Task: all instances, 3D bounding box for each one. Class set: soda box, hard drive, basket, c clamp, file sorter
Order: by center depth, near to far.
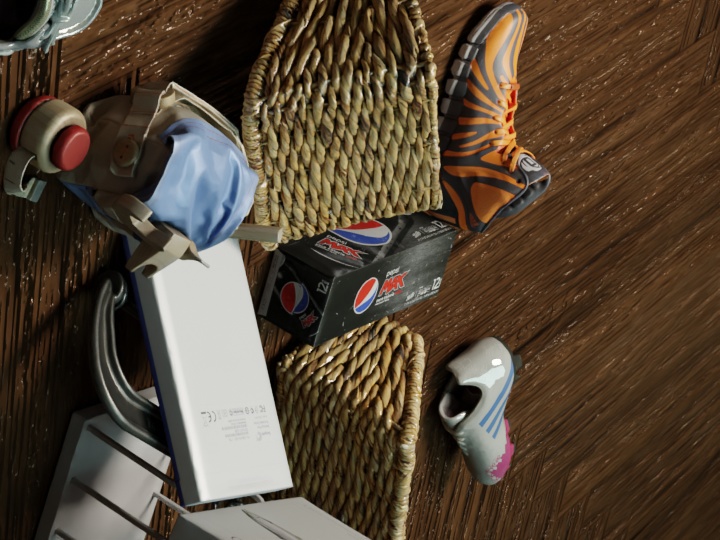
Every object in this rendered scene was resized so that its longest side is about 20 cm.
[{"bbox_3d":[-0.112,0.069,1.630,0.132,0.025,0.201,1,75,-62],"label":"hard drive"},{"bbox_3d":[-0.149,0.061,1.632,0.200,0.027,0.172,34,45,-58],"label":"c clamp"},{"bbox_3d":[-0.025,-0.133,1.645,0.148,0.143,0.200,-13,151,-3],"label":"basket"},{"bbox_3d":[-0.162,0.210,1.717,0.139,0.124,0.201,-16,130,-57],"label":"file sorter"},{"bbox_3d":[0.000,0.000,1.873,0.200,0.063,0.071,-22,134,-55],"label":"soda box"},{"bbox_3d":[0.019,0.146,1.944,0.143,0.148,0.201,-39,146,-39],"label":"basket"}]

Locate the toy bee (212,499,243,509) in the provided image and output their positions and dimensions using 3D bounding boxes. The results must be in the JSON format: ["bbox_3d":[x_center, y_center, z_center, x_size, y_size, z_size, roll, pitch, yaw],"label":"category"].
[{"bbox_3d":[-0.124,0.300,1.903,0.131,0.108,0.201,-19,133,-52],"label":"toy bee"}]

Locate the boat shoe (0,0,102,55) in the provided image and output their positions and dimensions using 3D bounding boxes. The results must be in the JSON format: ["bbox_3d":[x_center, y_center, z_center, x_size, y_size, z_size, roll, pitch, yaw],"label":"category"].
[{"bbox_3d":[-0.213,-0.160,1.300,0.202,0.065,0.075,1,115,-62],"label":"boat shoe"}]

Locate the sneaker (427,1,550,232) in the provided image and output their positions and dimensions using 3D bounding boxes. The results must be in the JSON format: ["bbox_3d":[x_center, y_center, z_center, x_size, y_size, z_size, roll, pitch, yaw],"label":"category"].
[{"bbox_3d":[0.126,-0.126,1.921,0.077,0.112,0.201,-10,125,-59],"label":"sneaker"}]

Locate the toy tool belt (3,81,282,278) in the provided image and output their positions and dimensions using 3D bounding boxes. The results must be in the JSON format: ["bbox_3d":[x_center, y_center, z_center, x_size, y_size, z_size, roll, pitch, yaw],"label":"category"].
[{"bbox_3d":[-0.135,-0.061,1.484,0.125,0.123,0.200,-63,155,5],"label":"toy tool belt"}]

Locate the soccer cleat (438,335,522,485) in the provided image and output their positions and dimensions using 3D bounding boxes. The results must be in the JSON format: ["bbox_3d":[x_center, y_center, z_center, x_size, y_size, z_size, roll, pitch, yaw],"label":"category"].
[{"bbox_3d":[0.111,0.151,2.253,0.086,0.070,0.201,-25,138,-27],"label":"soccer cleat"}]

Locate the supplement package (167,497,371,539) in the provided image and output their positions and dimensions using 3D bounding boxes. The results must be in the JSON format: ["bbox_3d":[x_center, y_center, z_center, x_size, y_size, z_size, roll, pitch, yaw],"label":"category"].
[{"bbox_3d":[-0.066,0.252,1.657,0.200,0.116,0.118,3,113,-65],"label":"supplement package"}]
